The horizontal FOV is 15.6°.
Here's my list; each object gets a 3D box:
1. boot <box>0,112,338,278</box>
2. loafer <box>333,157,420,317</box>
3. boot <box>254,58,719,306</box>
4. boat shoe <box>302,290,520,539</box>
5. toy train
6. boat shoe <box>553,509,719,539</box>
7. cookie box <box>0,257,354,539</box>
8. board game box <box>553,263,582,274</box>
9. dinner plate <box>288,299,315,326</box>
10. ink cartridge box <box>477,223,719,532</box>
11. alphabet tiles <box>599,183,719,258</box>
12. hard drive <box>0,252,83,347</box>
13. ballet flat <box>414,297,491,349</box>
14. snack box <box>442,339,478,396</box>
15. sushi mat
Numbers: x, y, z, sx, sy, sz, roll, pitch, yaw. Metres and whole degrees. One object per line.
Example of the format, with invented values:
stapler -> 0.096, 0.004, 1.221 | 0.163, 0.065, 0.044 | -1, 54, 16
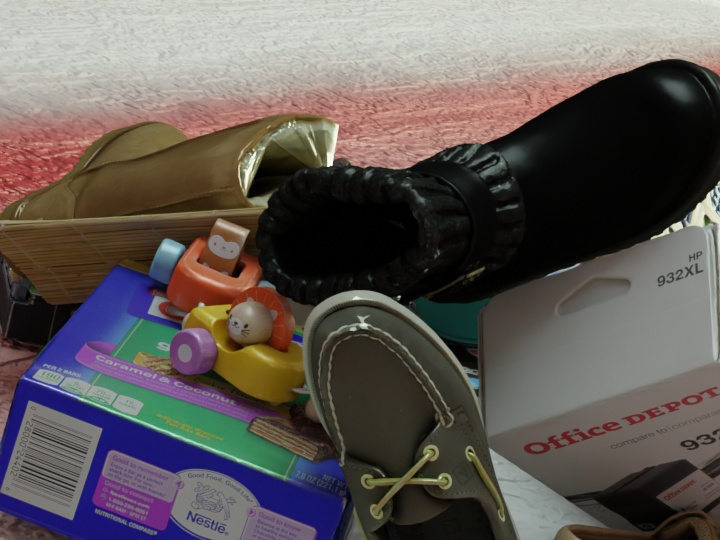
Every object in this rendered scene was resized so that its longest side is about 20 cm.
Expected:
boot -> -0.089, -0.054, 1.511 | 0.200, 0.066, 0.175 | -14, 18, 39
loafer -> 0.000, 0.000, 1.503 | 0.063, 0.072, 0.200 | -22, 46, -11
boot -> 0.068, -0.039, 1.276 | 0.158, 0.211, 0.080 | 6, 56, -58
boat shoe -> 0.030, 0.101, 1.221 | 0.072, 0.202, 0.060 | -21, 27, 9
toy train -> -0.020, 0.028, 1.335 | 0.200, 0.056, 0.150 | 24, 19, 7
boat shoe -> 0.175, 0.160, 1.344 | 0.200, 0.065, 0.071 | 3, 20, -38
cookie box -> -0.077, 0.081, 1.333 | 0.171, 0.075, 0.200 | 20, 18, 2
board game box -> 0.178, 0.028, 1.691 | 0.200, 0.041, 0.200 | 16, 33, -31
dinner plate -> -0.052, 0.050, 1.506 | 0.200, 0.024, 0.200 | 12, 39, -10
ink cartridge box -> 0.174, 0.072, 1.357 | 0.145, 0.084, 0.200 | -21, -38, 32
alphabet tiles -> 0.203, 0.018, 1.509 | 0.006, 0.167, 0.200 | -19, -51, 37
hard drive -> -0.122, 0.022, 1.598 | 0.199, 0.038, 0.140 | 11, 16, -16
ballet flat -> 0.041, -0.002, 1.639 | 0.200, 0.073, 0.073 | 22, 16, 42
snack box -> 0.080, 0.059, 1.657 | 0.116, 0.037, 0.200 | 28, 20, 35
sushi mat -> -0.098, -0.008, 1.430 | 0.199, 0.012, 0.096 | -3, -29, 19
